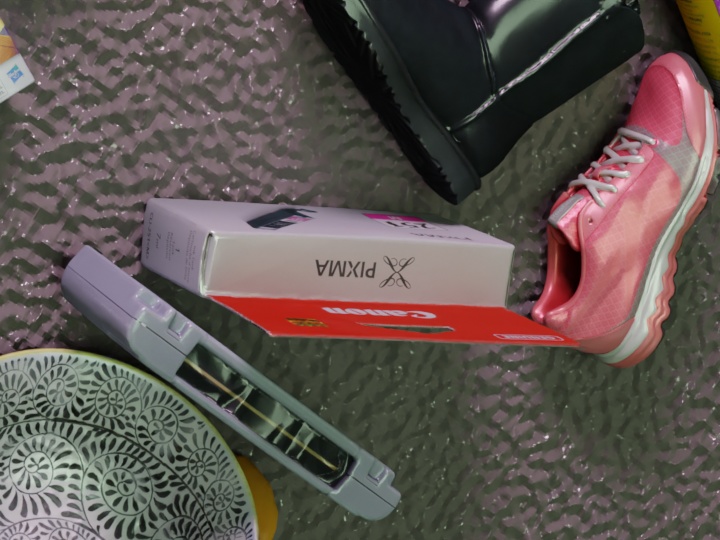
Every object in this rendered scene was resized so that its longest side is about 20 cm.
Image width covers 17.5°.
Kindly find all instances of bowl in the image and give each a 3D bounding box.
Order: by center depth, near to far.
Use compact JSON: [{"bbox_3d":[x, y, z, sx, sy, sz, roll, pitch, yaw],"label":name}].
[{"bbox_3d":[-0.163,0.152,1.280,0.200,0.202,0.094,1,145,-28],"label":"bowl"}]

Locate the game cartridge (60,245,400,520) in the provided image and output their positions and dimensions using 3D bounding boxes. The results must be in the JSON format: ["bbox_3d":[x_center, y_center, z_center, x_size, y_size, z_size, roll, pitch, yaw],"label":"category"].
[{"bbox_3d":[-0.076,0.062,1.303,0.200,0.133,0.041,39,90,-29],"label":"game cartridge"}]

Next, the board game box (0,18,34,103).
[{"bbox_3d":[-0.287,-0.106,1.202,0.200,0.045,0.135,-35,115,-17],"label":"board game box"}]

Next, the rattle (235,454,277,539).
[{"bbox_3d":[-0.077,0.236,1.403,0.130,0.143,0.200,-20,131,11],"label":"rattle"}]

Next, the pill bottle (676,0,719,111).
[{"bbox_3d":[0.268,-0.132,1.460,0.104,0.104,0.201,-34,115,-17],"label":"pill bottle"}]

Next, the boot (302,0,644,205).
[{"bbox_3d":[0.068,-0.158,1.361,0.168,0.076,0.200,-43,124,-9],"label":"boot"}]

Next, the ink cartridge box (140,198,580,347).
[{"bbox_3d":[0.000,0.000,1.306,0.199,0.173,0.044,3,100,-29],"label":"ink cartridge box"}]

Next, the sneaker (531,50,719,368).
[{"bbox_3d":[0.161,-0.041,1.442,0.086,0.074,0.201,11,96,-28],"label":"sneaker"}]
